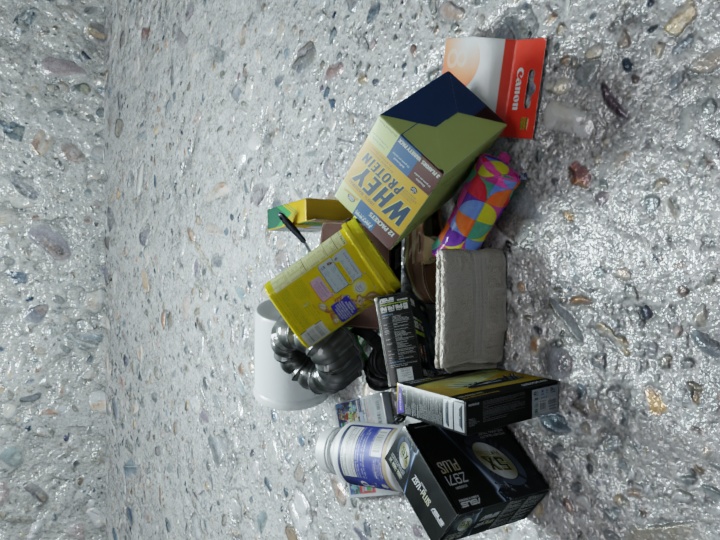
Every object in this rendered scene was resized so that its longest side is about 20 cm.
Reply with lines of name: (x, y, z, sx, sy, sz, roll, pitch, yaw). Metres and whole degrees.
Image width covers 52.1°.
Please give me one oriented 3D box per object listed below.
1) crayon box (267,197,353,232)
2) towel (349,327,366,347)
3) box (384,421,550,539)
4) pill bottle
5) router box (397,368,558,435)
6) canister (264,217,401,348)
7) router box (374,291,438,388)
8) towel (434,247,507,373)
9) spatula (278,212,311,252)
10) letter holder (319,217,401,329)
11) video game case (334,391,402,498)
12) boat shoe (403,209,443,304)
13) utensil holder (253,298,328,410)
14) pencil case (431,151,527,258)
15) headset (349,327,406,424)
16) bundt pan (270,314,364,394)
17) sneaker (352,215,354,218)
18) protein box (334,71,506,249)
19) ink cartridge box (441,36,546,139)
crayon box: (-0.100, -0.119, 1.595, 0.199, 0.125, 0.052, -6, 85, 54)
towel: (-0.040, 0.099, 1.603, 0.200, 0.023, 0.153, 58, 134, 38)
box: (0.166, 0.318, 1.156, 0.164, 0.199, 0.086, 57, 134, 38)
pill bottle: (0.016, 0.350, 1.402, 0.199, 0.119, 0.121, -5, 86, 40)
router box: (0.180, 0.196, 1.137, 0.157, 0.199, 0.053, 4, 96, 54)
canister: (-0.050, 0.024, 1.293, 0.149, 0.199, 0.087, 55, -176, -5)
router box: (0.085, 0.127, 1.287, 0.062, 0.200, 0.151, -12, 78, 11)
towel: (0.179, 0.063, 1.197, 0.034, 0.132, 0.202, 2, 92, 58)
spatula: (-0.115, -0.045, 1.566, 0.056, 0.021, 0.200, -1, 129, 53)
letter holder: (0.000, 0.000, 1.401, 0.141, 0.101, 0.201, 4, 103, 15)
video game case: (0.017, 0.363, 1.522, 0.182, 0.023, 0.201, -27, 69, 51)
boat shoe: (0.122, -0.041, 1.327, 0.074, 0.075, 0.201, -22, 74, 48)
utensil holder: (-0.150, 0.175, 1.604, 0.170, 0.169, 0.201, 25, 119, 52)
pencil case: (0.192, -0.096, 1.224, 0.089, 0.088, 0.201, 55, 130, 39)
headset: (0.036, 0.195, 1.410, 0.200, 0.094, 0.124, 45, 154, 17)
bundt pan: (-0.094, 0.160, 1.415, 0.201, 0.076, 0.203, 26, 139, 24)
sneaker: (0.050, -0.137, 1.446, 0.081, 0.074, 0.201, 34, 119, 28)
protein box: (0.095, -0.179, 1.204, 0.135, 0.198, 0.200, 44, 141, 8)
ink cartridge box: (0.210, -0.303, 1.223, 0.200, 0.050, 0.163, 22, 108, 56)
